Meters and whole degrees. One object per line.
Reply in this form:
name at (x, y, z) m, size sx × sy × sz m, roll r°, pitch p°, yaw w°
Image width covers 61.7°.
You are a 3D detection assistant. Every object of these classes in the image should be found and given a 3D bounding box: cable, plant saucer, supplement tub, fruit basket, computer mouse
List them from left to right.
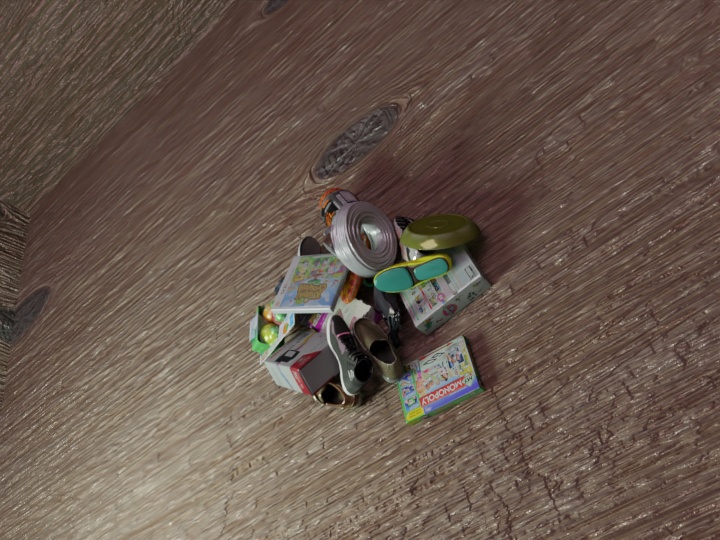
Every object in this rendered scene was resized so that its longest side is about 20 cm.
fruit basket at (-0.237, 0.132, 1.670) m, size 0.201 × 0.093 × 0.187 m, roll -55°, pitch 29°, yaw 37°
supplement tub at (-0.038, -0.151, 1.728) m, size 0.123 × 0.122 × 0.200 m, roll -48°, pitch 42°, yaw 8°
cable at (0.012, -0.084, 1.560) m, size 0.069 × 0.200 × 0.201 m, roll -23°, pitch 30°, yaw 44°
computer mouse at (0.064, 0.084, 1.522) m, size 0.052 × 0.140 × 0.202 m, roll -5°, pitch 47°, yaw -3°
plant saucer at (0.192, -0.101, 1.480) m, size 0.197 × 0.032 × 0.200 m, roll -9°, pitch 21°, yaw 3°

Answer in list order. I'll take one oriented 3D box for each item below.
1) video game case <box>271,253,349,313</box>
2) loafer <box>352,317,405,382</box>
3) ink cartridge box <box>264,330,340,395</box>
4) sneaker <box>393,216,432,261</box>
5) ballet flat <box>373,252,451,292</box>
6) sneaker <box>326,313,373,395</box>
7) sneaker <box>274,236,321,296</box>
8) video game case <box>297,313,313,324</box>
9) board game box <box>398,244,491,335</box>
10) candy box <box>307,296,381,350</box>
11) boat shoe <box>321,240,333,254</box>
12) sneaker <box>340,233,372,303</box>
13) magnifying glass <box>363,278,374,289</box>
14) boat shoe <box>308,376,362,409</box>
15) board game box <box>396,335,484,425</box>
video game case at (-0.127, 0.032, 1.595) m, size 0.198 × 0.022 × 0.184 m, roll -4°, pitch 51°, yaw 33°
loafer at (0.044, 0.178, 1.462) m, size 0.075 × 0.070 × 0.200 m, roll -29°, pitch 51°, yaw -16°
ink cartridge box at (-0.139, 0.234, 1.558) m, size 0.145 × 0.084 × 0.199 m, roll -39°, pitch 20°, yaw -29°
sneaker at (0.126, -0.072, 1.585) m, size 0.201 × 0.073 × 0.081 m, roll -108°, pitch 28°, yaw -51°
ballet flat at (0.129, 0.002, 1.456) m, size 0.198 × 0.068 × 0.067 m, roll -17°, pitch 18°, yaw 22°
sneaker at (-0.020, 0.191, 1.448) m, size 0.099 × 0.070 × 0.203 m, roll -36°, pitch 66°, yaw 55°
sneaker at (-0.189, 0.003, 1.791) m, size 0.146 × 0.076 × 0.204 m, roll -40°, pitch 28°, yaw 41°
video game case at (-0.134, 0.065, 1.702) m, size 0.144 × 0.019 × 0.200 m, roll -57°, pitch 17°, yaw 2°
board game box at (0.197, 0.036, 1.471) m, size 0.199 × 0.064 × 0.148 m, roll -39°, pitch 46°, yaw 15°
candy box at (-0.051, 0.129, 1.631) m, size 0.199 × 0.061 × 0.137 m, roll 28°, pitch 84°, yaw 46°
boat shoe at (-0.066, -0.023, 1.721) m, size 0.076 × 0.071 × 0.200 m, roll -54°, pitch 24°, yaw 13°
sneaker at (0.000, 0.000, 1.612) m, size 0.072 × 0.077 × 0.202 m, roll -6°, pitch 57°, yaw 47°
magnifying glass at (0.012, -0.020, 1.687) m, size 0.080 × 0.022 × 0.200 m, roll -48°, pitch 43°, yaw 5°
boat shoe at (-0.086, 0.305, 1.535) m, size 0.198 × 0.071 × 0.077 m, roll 1°, pitch 86°, yaw 41°
board game box at (0.177, 0.254, 1.391) m, size 0.199 × 0.029 × 0.136 m, roll -32°, pitch 49°, yaw 23°
